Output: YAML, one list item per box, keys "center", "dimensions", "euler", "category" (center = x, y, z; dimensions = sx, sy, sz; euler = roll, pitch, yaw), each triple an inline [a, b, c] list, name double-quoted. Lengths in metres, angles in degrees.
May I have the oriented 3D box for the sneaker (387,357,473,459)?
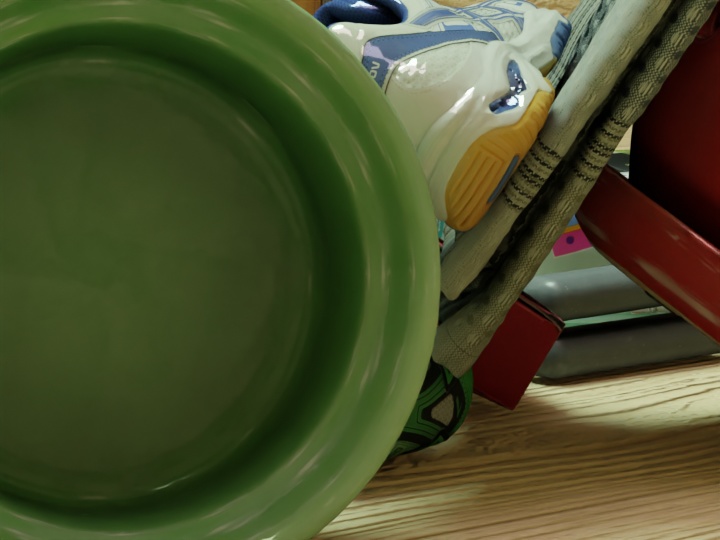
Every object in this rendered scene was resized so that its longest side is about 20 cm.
- center: [-0.029, 0.040, 0.985]
  dimensions: [0.085, 0.078, 0.200]
  euler: [2, 13, -33]
  category: "sneaker"

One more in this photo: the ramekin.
- center: [-0.082, 0.002, 0.783]
  dimensions: [0.199, 0.201, 0.098]
  euler: [-3, -1, -13]
  category: "ramekin"

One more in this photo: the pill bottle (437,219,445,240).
- center: [-0.033, -0.029, 1.323]
  dimensions: [0.110, 0.111, 0.200]
  euler: [3, 8, 29]
  category: "pill bottle"

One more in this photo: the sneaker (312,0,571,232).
- center: [0.025, -0.080, 0.902]
  dimensions: [0.088, 0.075, 0.200]
  euler: [32, 12, -3]
  category: "sneaker"

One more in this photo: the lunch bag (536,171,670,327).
- center: [0.151, -0.012, 1.289]
  dimensions: [0.160, 0.077, 0.200]
  euler: [-1, 7, -3]
  category: "lunch bag"

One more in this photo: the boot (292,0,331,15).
- center: [-0.056, -0.090, 0.988]
  dimensions: [0.188, 0.069, 0.200]
  euler: [10, 43, -9]
  category: "boot"

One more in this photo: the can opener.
- center: [0.171, 0.018, 1.149]
  dimensions: [0.199, 0.054, 0.067]
  euler: [-7, 9, -32]
  category: "can opener"

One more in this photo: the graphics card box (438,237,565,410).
- center: [0.000, 0.000, 1.112]
  dimensions: [0.125, 0.051, 0.200]
  euler: [31, -2, -19]
  category: "graphics card box"

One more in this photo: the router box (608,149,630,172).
- center: [0.245, -0.055, 1.707]
  dimensions: [0.157, 0.052, 0.200]
  euler: [-2, 7, -6]
  category: "router box"

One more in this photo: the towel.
- center: [0.080, -0.071, 0.940]
  dimensions: [0.034, 0.200, 0.193]
  euler: [30, 20, -6]
  category: "towel"

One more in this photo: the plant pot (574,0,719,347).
- center: [0.197, -0.043, 0.939]
  dimensions: [0.200, 0.183, 0.200]
  euler: [35, 5, -3]
  category: "plant pot"
